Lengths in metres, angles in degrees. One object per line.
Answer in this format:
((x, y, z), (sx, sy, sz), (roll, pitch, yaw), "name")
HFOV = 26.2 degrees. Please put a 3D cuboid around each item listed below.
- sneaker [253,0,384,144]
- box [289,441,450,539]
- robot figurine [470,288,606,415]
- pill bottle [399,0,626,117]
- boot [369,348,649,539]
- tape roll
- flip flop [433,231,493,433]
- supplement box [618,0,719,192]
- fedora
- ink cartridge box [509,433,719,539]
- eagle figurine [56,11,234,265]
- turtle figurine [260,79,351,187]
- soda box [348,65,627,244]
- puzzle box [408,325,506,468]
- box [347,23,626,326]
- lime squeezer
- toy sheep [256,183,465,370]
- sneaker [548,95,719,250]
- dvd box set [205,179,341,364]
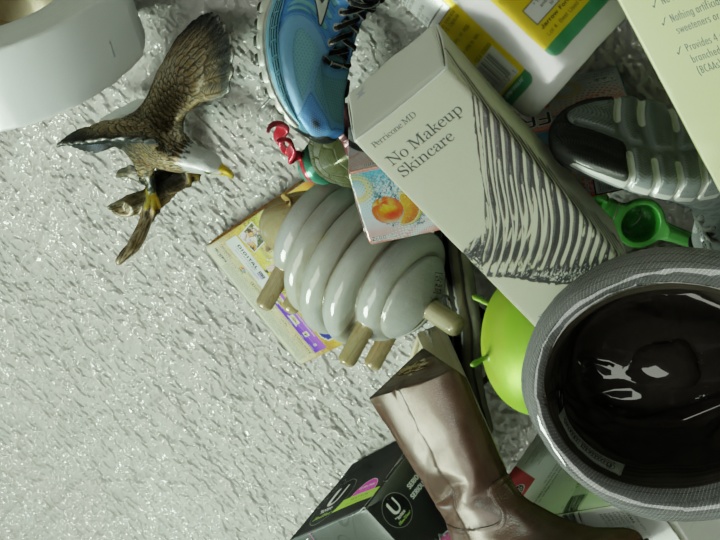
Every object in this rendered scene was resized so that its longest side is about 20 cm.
((-0.020, -0.191, 1.093), (0.089, 0.078, 0.202), (2, 91, 24), "sneaker")
((0.061, 0.274, 1.469), (0.200, 0.124, 0.148), (49, 141, -6), "box")
((0.179, 0.055, 1.136), (0.198, 0.176, 0.116), (7, 127, 1), "robot figurine")
((0.076, -0.207, 1.016), (0.200, 0.113, 0.113), (42, 142, 1), "pill bottle")
((0.104, 0.144, 1.149), (0.186, 0.064, 0.201), (-24, 89, 42), "boot")
((-0.281, -0.193, 1.276), (0.201, 0.202, 0.071), (10, 131, 35), "tape roll")
((0.097, 0.049, 1.281), (0.081, 0.057, 0.201), (-133, 33, -63), "flip flop")
((0.274, -0.152, 0.855), (0.199, 0.134, 0.200), (-17, 113, 40), "supplement box")
((0.208, 0.066, 1.000), (0.199, 0.090, 0.178), (-14, 97, 21), "fedora")
((0.210, 0.173, 1.224), (0.200, 0.147, 0.083), (-20, 111, 50), "ink cartridge box")
((-0.171, -0.119, 1.301), (0.150, 0.153, 0.200), (-4, 151, 0), "eagle figurine")
((0.015, -0.110, 1.176), (0.199, 0.101, 0.150), (-20, 125, 37), "turtle figurine")
((0.093, -0.081, 1.079), (0.199, 0.069, 0.064), (-12, 123, 7), "soda box")
((0.073, 0.139, 1.315), (0.200, 0.025, 0.134), (99, 151, -67), "puzzle box")
((0.085, -0.057, 1.008), (0.082, 0.069, 0.200), (-38, 118, 19), "box")
((0.186, -0.041, 1.107), (0.199, 0.038, 0.071), (26, -178, 19), "lime squeezer")
((0.000, 0.000, 1.226), (0.199, 0.138, 0.138), (32, 141, 21), "toy sheep")
((0.216, -0.047, 1.028), (0.198, 0.075, 0.116), (8, 143, -1), "sneaker")
((-0.041, -0.002, 1.377), (0.147, 0.029, 0.200), (50, 143, -8), "dvd box set")
